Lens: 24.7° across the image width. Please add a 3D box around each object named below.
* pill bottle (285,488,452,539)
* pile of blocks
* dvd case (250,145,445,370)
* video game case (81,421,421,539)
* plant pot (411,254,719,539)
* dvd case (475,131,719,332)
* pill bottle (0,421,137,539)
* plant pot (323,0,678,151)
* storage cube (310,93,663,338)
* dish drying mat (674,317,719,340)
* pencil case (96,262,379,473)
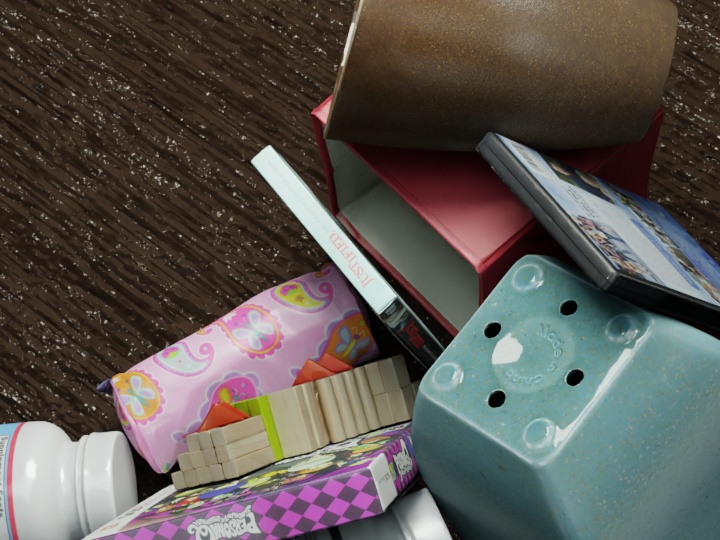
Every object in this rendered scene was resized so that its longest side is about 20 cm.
[{"bbox_3d":[-0.031,0.223,1.114,0.200,0.111,0.112,-22,66,-4],"label":"pill bottle"},{"bbox_3d":[-0.046,0.096,1.159,0.200,0.082,0.062,-14,88,-33],"label":"pile of blocks"},{"bbox_3d":[0.000,0.000,1.163,0.022,0.200,0.146,-41,67,2],"label":"dvd case"},{"bbox_3d":[-0.063,0.152,1.096,0.200,0.181,0.036,-16,91,13],"label":"video game case"},{"bbox_3d":[0.149,0.101,1.060,0.196,0.200,0.196,-50,46,-10],"label":"plant pot"},{"bbox_3d":[0.174,-0.017,1.043,0.018,0.200,0.143,-52,49,19],"label":"dvd case"},{"bbox_3d":[-0.265,0.165,1.168,0.200,0.109,0.109,-6,66,3],"label":"pill bottle"},{"bbox_3d":[0.095,-0.151,1.061,0.200,0.187,0.187,14,68,-4],"label":"plant pot"},{"bbox_3d":[0.095,-0.074,1.201,0.180,0.171,0.200,-41,68,-13],"label":"storage cube"},{"bbox_3d":[0.226,0.034,1.113,0.200,0.077,0.018,40,103,-16],"label":"dish drying mat"},{"bbox_3d":[-0.086,0.072,1.206,0.200,0.087,0.087,-29,66,-6],"label":"pencil case"}]
